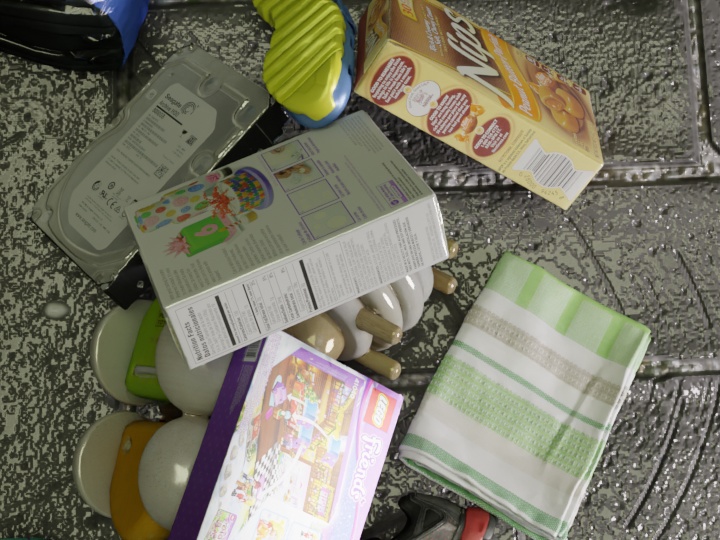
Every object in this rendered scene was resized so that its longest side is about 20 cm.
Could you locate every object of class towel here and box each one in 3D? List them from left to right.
[{"bbox_3d":[0.135,0.097,1.038,0.148,0.031,0.201,29,69,1],"label":"towel"}]

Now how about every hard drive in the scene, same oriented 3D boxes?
[{"bbox_3d":[-0.162,-0.081,1.037,0.200,0.038,0.139,-47,48,-7],"label":"hard drive"}]

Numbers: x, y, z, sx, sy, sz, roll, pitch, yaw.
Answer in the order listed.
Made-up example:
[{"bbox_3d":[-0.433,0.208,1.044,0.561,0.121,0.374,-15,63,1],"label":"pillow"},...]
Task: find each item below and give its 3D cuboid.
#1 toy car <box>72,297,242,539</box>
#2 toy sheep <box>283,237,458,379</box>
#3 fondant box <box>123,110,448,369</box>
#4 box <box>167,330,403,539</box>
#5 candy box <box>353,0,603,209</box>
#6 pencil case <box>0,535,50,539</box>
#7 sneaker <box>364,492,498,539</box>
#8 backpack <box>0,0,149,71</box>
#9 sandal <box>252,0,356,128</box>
[{"bbox_3d":[-0.123,0.113,1.002,0.149,0.174,0.203,13,81,-35],"label":"toy car"},{"bbox_3d":[0.000,0.000,1.023,0.137,0.138,0.201,35,58,4],"label":"toy sheep"},{"bbox_3d":[-0.056,-0.028,0.926,0.198,0.145,0.059,-22,126,-9],"label":"fondant box"},{"bbox_3d":[-0.055,0.157,0.920,0.136,0.039,0.202,31,70,-34],"label":"box"},{"bbox_3d":[0.092,-0.141,1.020,0.199,0.116,0.055,28,123,-17],"label":"candy box"},{"bbox_3d":[-0.240,0.300,0.973,0.084,0.093,0.201,-15,61,-29],"label":"pencil case"},{"bbox_3d":[0.027,0.263,1.014,0.097,0.071,0.202,27,80,2],"label":"sneaker"},{"bbox_3d":[-0.258,-0.262,1.036,0.198,0.163,0.170,21,79,3],"label":"backpack"},{"bbox_3d":[-0.031,-0.174,1.033,0.079,0.201,0.087,-29,127,18],"label":"sandal"}]
